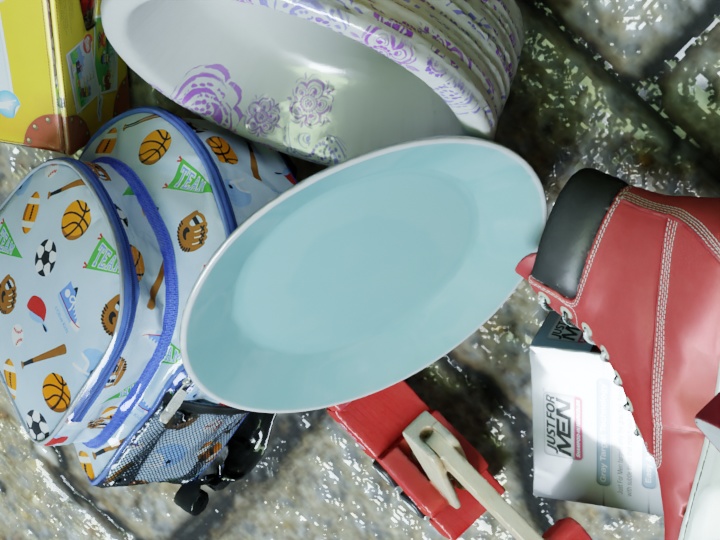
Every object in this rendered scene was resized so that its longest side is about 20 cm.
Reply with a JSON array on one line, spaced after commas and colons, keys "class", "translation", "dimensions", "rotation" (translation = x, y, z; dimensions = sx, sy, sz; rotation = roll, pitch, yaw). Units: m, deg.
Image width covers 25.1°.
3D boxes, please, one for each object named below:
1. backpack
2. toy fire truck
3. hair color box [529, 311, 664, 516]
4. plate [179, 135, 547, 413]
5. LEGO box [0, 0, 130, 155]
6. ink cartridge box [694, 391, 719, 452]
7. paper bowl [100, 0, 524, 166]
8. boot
[{"class": "backpack", "translation": [-0.116, 0.005, 0.895], "dimensions": [0.191, 0.154, 0.200], "rotation": [-46, 62, 23]}, {"class": "toy fire truck", "translation": [0.045, 0.109, 0.909], "dimensions": [0.049, 0.141, 0.200], "rotation": [-43, 95, -10]}, {"class": "hair color box", "translation": [0.195, 0.081, 0.872], "dimensions": [0.200, 0.061, 0.099], "rotation": [6, 118, 21]}, {"class": "plate", "translation": [0.000, 0.000, 0.809], "dimensions": [0.200, 0.200, 0.026], "rotation": [-58, 47, 35]}, {"class": "LEGO box", "translation": [-0.218, -0.178, 0.908], "dimensions": [0.149, 0.077, 0.200], "rotation": [10, 119, 19]}, {"class": "ink cartridge box", "translation": [0.272, 0.054, 0.698], "dimensions": [0.200, 0.083, 0.147], "rotation": [-43, 97, -1]}, {"class": "paper bowl", "translation": [-0.018, -0.132, 0.794], "dimensions": [0.200, 0.104, 0.201], "rotation": [17, 163, 5]}, {"class": "boot", "translation": [0.141, 0.054, 0.807], "dimensions": [0.144, 0.072, 0.200], "rotation": [16, 112, 34]}]
